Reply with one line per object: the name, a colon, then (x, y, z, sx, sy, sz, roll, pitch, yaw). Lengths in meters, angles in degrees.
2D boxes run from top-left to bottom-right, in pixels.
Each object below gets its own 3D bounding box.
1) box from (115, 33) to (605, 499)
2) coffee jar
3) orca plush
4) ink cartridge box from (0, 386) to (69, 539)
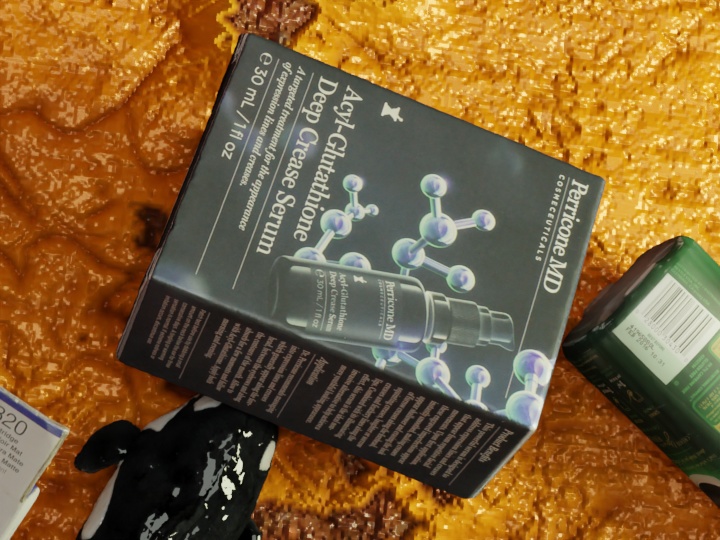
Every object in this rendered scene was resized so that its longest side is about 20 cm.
box: (0.000, 0.000, 1.015, 0.199, 0.107, 0.149, 21, 62, -6)
coffee jar: (0.203, 0.078, 1.053, 0.200, 0.104, 0.085, 45, 80, -1)
orca plush: (-0.114, 0.130, 1.012, 0.200, 0.071, 0.105, -33, 87, -12)
ink cartridge box: (-0.258, 0.087, 0.963, 0.199, 0.041, 0.200, 35, 113, -2)
